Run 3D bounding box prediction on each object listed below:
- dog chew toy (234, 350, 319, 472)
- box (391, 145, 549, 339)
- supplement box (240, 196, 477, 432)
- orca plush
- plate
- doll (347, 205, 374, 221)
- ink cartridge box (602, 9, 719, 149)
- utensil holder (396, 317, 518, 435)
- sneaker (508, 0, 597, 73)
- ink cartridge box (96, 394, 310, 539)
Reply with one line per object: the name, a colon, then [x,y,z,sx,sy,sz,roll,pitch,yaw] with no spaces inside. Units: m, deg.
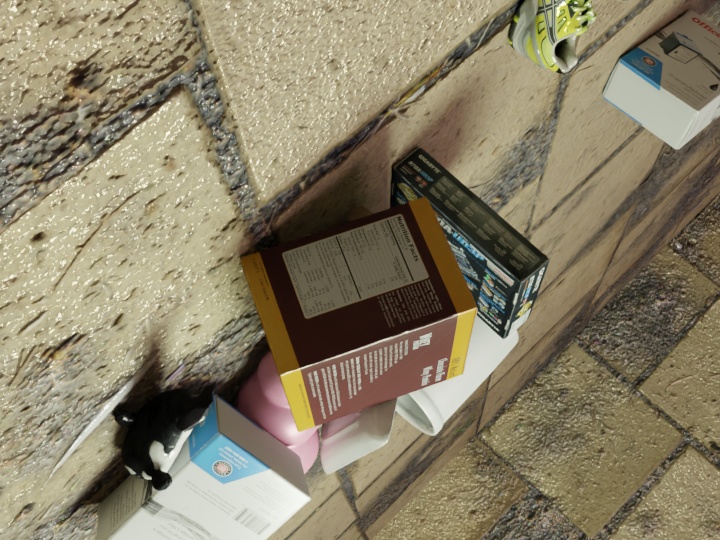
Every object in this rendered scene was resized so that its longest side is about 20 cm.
dog chew toy: [-0.101,0.174,1.124,0.125,0.125,0.200,-26,143,-46]
box: [0.117,-0.028,1.049,0.046,0.200,0.159,-40,159,-17]
supplement box: [0.000,0.053,0.961,0.200,0.133,0.197,-18,155,-7]
orca plush: [-0.215,0.165,0.920,0.200,0.071,0.105,-28,-130,60]
plate: [0.001,0.137,1.127,0.200,0.032,0.200,-43,-151,58]
doll: [0.000,0.000,1.085,0.136,0.048,0.200,-43,157,-8]
ink cartridge box: [0.494,-0.295,1.393,0.200,0.146,0.086,-37,156,-28]
utensil holder: [0.121,0.125,1.414,0.200,0.170,0.170,-44,161,-16]
sneaker: [0.214,-0.288,0.928,0.075,0.076,0.200,-37,158,-20]
ink cartridge box: [-0.181,0.265,1.041,0.200,0.084,0.145,-43,117,9]
